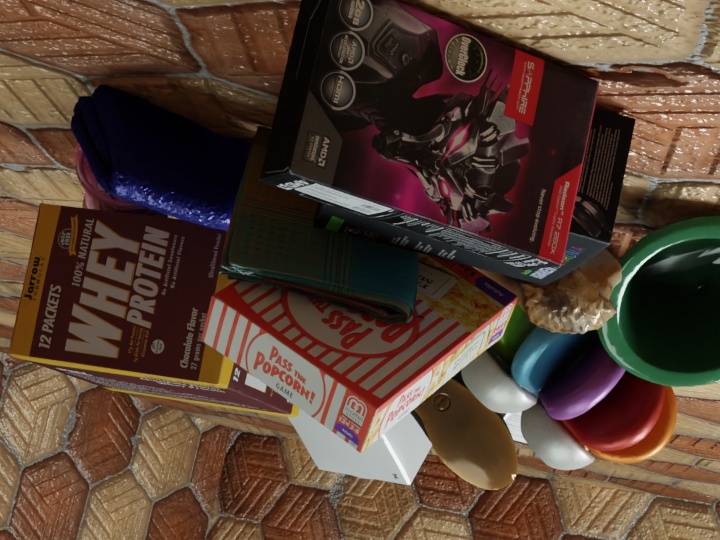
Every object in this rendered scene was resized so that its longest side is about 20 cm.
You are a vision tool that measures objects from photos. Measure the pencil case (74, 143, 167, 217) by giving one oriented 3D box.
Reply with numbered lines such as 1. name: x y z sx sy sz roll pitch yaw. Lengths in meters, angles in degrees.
1. pencil case: -0.214 -0.074 1.448 0.082 0.087 0.200 -5 169 -8

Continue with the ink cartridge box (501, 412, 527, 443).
1. ink cartridge box: 0.220 0.085 1.562 0.161 0.200 0.050 19 -159 -46

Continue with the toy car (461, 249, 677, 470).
1. toy car: 0.200 0.090 1.414 0.200 0.175 0.150 44 -171 -20

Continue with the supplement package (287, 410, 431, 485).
1. supplement package: 0.026 0.105 1.680 0.121 0.200 0.120 4 138 35

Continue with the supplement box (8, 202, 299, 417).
1. supplement box: -0.164 0.038 1.400 0.196 0.133 0.200 7 170 19

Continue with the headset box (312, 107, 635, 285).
1. headset box: 0.067 -0.069 1.128 0.199 0.093 0.174 15 168 -6

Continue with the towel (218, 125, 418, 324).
1. towel: -0.025 -0.039 1.226 0.146 0.200 0.022 15 124 -6

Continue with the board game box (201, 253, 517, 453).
1. board game box: 0.003 0.036 1.197 0.151 0.046 0.200 33 -141 19

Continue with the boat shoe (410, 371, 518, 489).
1. boat shoe: 0.076 0.116 1.494 0.200 0.070 0.070 50 -167 -10

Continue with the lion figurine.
1. lion figurine: 0.115 -0.010 1.277 0.199 0.073 0.122 27 -176 13

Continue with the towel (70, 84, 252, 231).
1. towel: -0.124 -0.081 1.281 0.199 0.050 0.148 17 -159 -32

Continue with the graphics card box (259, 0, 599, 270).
1. graphics card box: 0.046 -0.086 0.983 0.199 0.126 0.051 18 170 -24

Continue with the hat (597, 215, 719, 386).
1. hat: 0.269 -0.014 1.356 0.165 0.176 0.201 7 128 -6
